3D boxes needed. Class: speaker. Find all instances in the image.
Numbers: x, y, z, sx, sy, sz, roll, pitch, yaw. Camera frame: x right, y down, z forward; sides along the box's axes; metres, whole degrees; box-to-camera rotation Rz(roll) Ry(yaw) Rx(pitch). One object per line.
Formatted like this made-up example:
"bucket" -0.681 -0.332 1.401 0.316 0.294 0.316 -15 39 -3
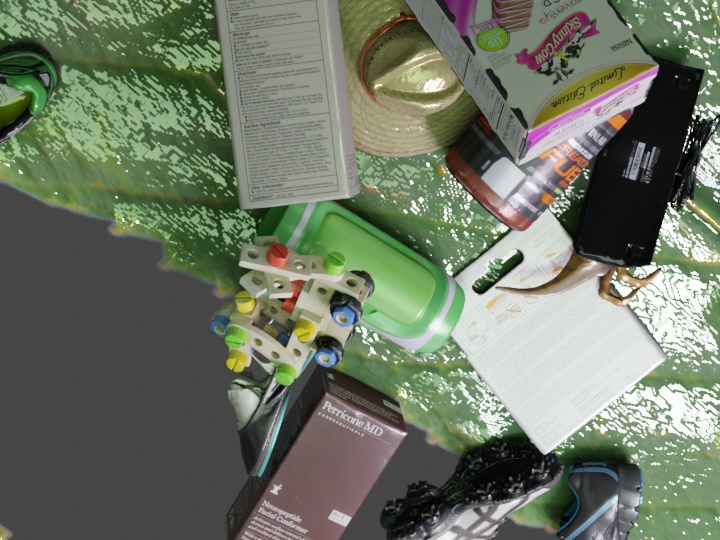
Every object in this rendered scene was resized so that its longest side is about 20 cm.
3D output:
"speaker" 0.000 0.000 1.361 0.199 0.089 0.089 31 105 -16

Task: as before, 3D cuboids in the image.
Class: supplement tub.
"supplement tub" 0.177 -0.140 1.316 0.107 0.107 0.200 37 103 -19

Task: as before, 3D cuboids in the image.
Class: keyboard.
"keyboard" 0.274 -0.098 1.360 0.103 0.040 0.202 17 90 6

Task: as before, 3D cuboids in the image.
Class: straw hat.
"straw hat" 0.050 -0.182 1.294 0.199 0.085 0.203 -3 113 -6

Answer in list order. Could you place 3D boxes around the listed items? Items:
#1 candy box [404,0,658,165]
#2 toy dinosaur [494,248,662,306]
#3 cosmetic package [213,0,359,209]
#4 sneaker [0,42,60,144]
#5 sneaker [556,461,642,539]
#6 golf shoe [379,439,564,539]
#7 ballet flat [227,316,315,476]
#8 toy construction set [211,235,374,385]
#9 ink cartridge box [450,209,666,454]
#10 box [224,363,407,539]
"candy box" 0.142 -0.207 1.228 0.135 0.061 0.201 -27 70 -15
"toy dinosaur" 0.226 -0.010 1.385 0.106 0.060 0.200 43 75 3
"cosmetic package" -0.064 -0.160 1.258 0.102 0.073 0.202 -5 95 9
"sneaker" -0.360 -0.132 1.264 0.199 0.085 0.078 -31 112 6
"sneaker" 0.248 0.293 1.528 0.081 0.073 0.202 8 106 7
"golf shoe" 0.122 0.246 1.492 0.198 0.078 0.095 -22 130 4
"ballet flat" -0.088 0.102 1.408 0.068 0.068 0.202 25 97 -6
"toy construction set" -0.065 0.029 1.286 0.130 0.093 0.200 26 151 1
"ink cartridge box" 0.185 0.058 1.441 0.161 0.050 0.201 -39 93 9
"box" -0.046 0.207 1.447 0.099 0.075 0.201 26 105 -16
